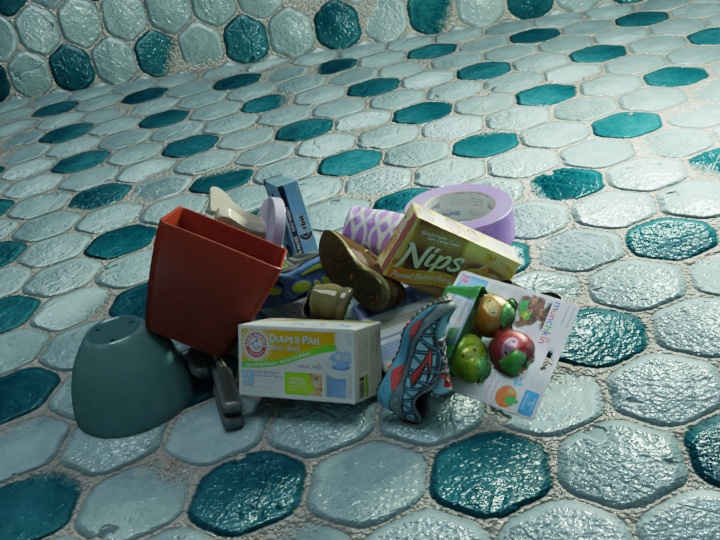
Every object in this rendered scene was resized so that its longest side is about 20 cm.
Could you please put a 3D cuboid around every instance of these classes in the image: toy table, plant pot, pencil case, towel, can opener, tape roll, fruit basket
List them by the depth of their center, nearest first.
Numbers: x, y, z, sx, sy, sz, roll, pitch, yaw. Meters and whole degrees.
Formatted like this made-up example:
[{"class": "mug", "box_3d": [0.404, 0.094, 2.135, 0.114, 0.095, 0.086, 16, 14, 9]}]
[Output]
[{"class": "fruit basket", "box_3d": [0.193, 0.100, 1.460, 0.199, 0.094, 0.186, 16, 71, 35]}, {"class": "can opener", "box_3d": [-0.226, 0.181, 1.581, 0.066, 0.053, 0.200, -9, 27, -18]}, {"class": "towel", "box_3d": [0.084, 0.102, 1.588, 0.145, 0.024, 0.201, -18, 43, -11]}, {"class": "plant pot", "box_3d": [-0.377, 0.151, 1.610, 0.198, 0.136, 0.201, -9, 25, 4]}, {"class": "plant pot", "box_3d": [-0.244, 0.025, 1.619, 0.198, 0.178, 0.200, 21, 8, -5]}, {"class": "pencil case", "box_3d": [0.067, -0.054, 1.710, 0.198, 0.085, 0.085, 17, -2, 19]}, {"class": "toy table", "box_3d": [-0.214, -0.063, 1.810, 0.116, 0.201, 0.185, 4, 54, -17]}, {"class": "tape roll", "box_3d": [0.180, -0.088, 1.833, 0.198, 0.066, 0.201, -6, 29, 3]}]

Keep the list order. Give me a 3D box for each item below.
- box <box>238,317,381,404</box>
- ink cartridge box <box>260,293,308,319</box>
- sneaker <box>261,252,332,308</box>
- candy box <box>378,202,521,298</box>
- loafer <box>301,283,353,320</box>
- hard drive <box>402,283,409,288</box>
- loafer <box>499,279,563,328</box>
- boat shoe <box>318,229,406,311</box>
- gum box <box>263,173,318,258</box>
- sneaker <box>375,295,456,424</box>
[{"class": "box", "box_3d": [-0.077, 0.133, 1.518, 0.198, 0.114, 0.101, 0, 3, 24]}, {"class": "ink cartridge box", "box_3d": [-0.114, 0.044, 1.843, 0.199, 0.057, 0.162, -12, 19, 46]}, {"class": "sneaker", "box_3d": [-0.125, 0.014, 1.757, 0.198, 0.071, 0.083, -15, 11, 2]}, {"class": "candy box", "box_3d": [0.142, -0.015, 1.615, 0.198, 0.116, 0.055, 23, 25, -18]}, {"class": "loafer", "box_3d": [-0.058, 0.059, 1.632, 0.067, 0.200, 0.077, 26, 68, -3]}, {"class": "hard drive", "box_3d": [0.073, 0.035, 1.704, 0.138, 0.038, 0.201, -18, 44, -14]}, {"class": "loafer", "box_3d": [0.245, 0.052, 1.591, 0.198, 0.072, 0.073, -5, 21, -29]}, {"class": "boat shoe", "box_3d": [0.000, 0.000, 1.659, 0.067, 0.073, 0.200, -2, 32, -40]}, {"class": "gum box", "box_3d": [-0.129, -0.090, 1.903, 0.044, 0.172, 0.200, -19, 12, -10]}, {"class": "sneaker", "box_3d": [0.101, 0.129, 1.413, 0.095, 0.201, 0.079, 37, 31, 25]}]
